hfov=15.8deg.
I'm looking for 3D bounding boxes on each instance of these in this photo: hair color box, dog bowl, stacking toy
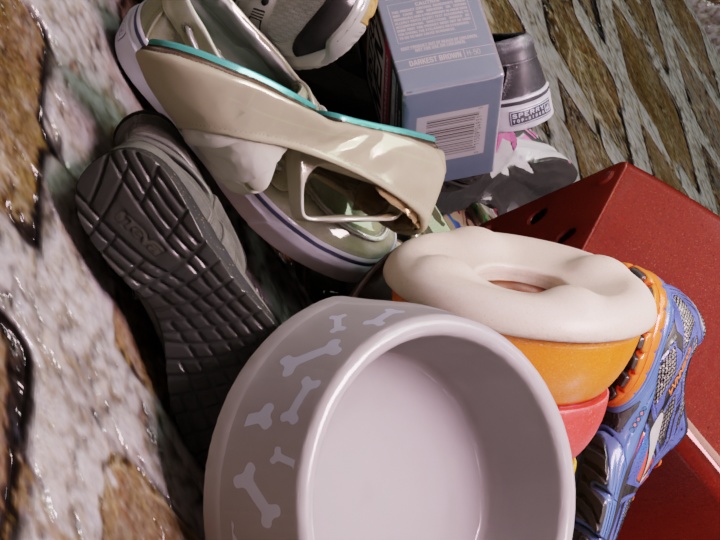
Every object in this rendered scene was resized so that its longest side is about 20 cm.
[{"bbox_3d":[0.026,-0.158,1.471,0.099,0.060,0.201,92,-15,-60],"label":"hair color box"},{"bbox_3d":[0.022,0.109,1.231,0.200,0.059,0.201,1,88,-40],"label":"dog bowl"},{"bbox_3d":[0.070,0.087,1.383,0.146,0.146,0.201,-54,155,-72],"label":"stacking toy"}]

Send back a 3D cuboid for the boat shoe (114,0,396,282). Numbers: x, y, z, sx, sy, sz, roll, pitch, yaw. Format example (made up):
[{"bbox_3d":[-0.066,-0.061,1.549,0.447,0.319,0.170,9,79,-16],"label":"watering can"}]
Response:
[{"bbox_3d":[-0.049,-0.075,1.409,0.200,0.062,0.072,44,45,-12],"label":"boat shoe"}]

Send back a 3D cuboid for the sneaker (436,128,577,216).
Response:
[{"bbox_3d":[0.066,-0.089,1.782,0.086,0.080,0.200,49,12,27],"label":"sneaker"}]

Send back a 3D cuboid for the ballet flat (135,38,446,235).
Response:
[{"bbox_3d":[-0.036,-0.062,1.339,0.200,0.069,0.070,17,44,-36],"label":"ballet flat"}]

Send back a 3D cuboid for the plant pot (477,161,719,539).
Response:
[{"bbox_3d":[0.145,0.055,1.594,0.176,0.200,0.200,49,43,-17],"label":"plant pot"}]

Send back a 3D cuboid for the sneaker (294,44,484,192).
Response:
[{"bbox_3d":[-0.004,-0.125,1.555,0.199,0.076,0.115,24,49,-20],"label":"sneaker"}]

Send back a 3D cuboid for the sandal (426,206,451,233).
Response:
[{"bbox_3d":[0.023,-0.052,1.625,0.201,0.057,0.080,48,45,-23],"label":"sandal"}]

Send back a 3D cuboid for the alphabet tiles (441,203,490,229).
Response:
[{"bbox_3d":[0.097,0.023,1.804,0.167,0.008,0.200,54,18,-33],"label":"alphabet tiles"}]

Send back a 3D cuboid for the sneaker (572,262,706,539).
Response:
[{"bbox_3d":[0.144,0.097,1.442,0.078,0.201,0.075,10,14,-41],"label":"sneaker"}]

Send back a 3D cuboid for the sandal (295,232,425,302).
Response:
[{"bbox_3d":[0.001,0.000,1.492,0.057,0.080,0.201,-23,87,-57],"label":"sandal"}]

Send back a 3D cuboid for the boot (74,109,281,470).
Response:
[{"bbox_3d":[-0.069,0.013,1.293,0.200,0.068,0.131,63,10,-7],"label":"boot"}]

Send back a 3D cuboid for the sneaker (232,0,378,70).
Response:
[{"bbox_3d":[-0.077,-0.171,1.435,0.200,0.076,0.088,25,-3,43],"label":"sneaker"}]

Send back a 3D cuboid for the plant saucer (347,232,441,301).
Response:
[{"bbox_3d":[0.038,0.079,1.434,0.200,0.032,0.201,0,89,-47],"label":"plant saucer"}]

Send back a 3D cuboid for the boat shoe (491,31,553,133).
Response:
[{"bbox_3d":[0.042,-0.132,1.630,0.199,0.073,0.068,18,-54,57],"label":"boat shoe"}]
